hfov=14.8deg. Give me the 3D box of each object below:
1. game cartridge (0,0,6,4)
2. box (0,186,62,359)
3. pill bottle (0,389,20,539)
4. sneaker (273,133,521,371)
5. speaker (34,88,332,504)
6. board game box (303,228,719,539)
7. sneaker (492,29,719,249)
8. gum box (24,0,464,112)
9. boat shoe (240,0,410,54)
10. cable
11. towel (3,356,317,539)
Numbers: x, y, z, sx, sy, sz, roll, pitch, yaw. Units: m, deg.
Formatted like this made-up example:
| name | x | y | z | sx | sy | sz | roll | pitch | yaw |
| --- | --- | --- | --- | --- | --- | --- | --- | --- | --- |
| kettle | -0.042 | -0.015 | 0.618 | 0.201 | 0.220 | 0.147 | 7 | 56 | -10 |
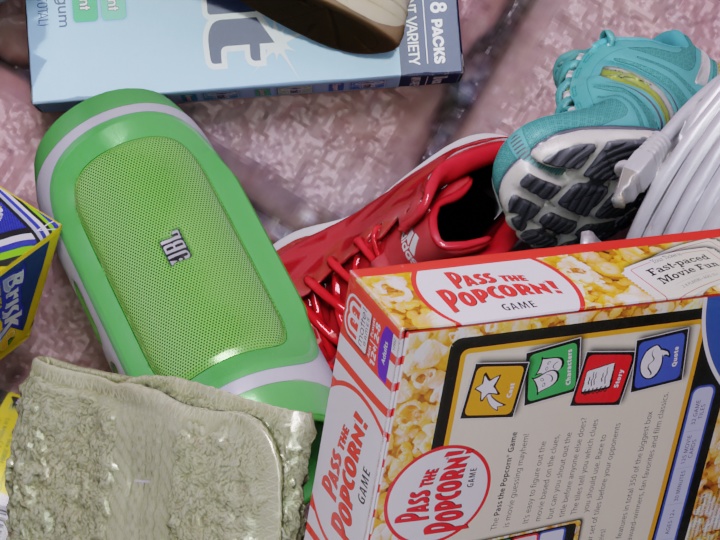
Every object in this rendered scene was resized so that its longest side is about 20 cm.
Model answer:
| name | x | y | z | sx | sy | sz | roll | pitch | yaw |
| --- | --- | --- | --- | --- | --- | --- | --- | --- | --- |
| game cartridge | -0.204 | -0.176 | 1.263 | 0.199 | 0.042 | 0.134 | -25 | 78 | 15 |
| box | -0.235 | -0.032 | 1.235 | 0.200 | 0.064 | 0.070 | 31 | 127 | 14 |
| pill bottle | -0.101 | 0.128 | 1.236 | 0.199 | 0.112 | 0.113 | 17 | 86 | -1 |
| sneaker | 0.000 | 0.000 | 1.244 | 0.200 | 0.116 | 0.078 | -42 | 87 | -5 |
| speaker | -0.076 | 0.014 | 1.216 | 0.088 | 0.089 | 0.200 | -28 | 54 | -3 |
| board game box | 0.081 | 0.065 | 1.084 | 0.199 | 0.046 | 0.152 | -6 | 123 | -28 |
| sneaker | 0.109 | -0.063 | 1.229 | 0.078 | 0.200 | 0.080 | -45 | 76 | 31 |
| gum box | -0.058 | -0.166 | 1.289 | 0.199 | 0.045 | 0.171 | -5 | 87 | -1 |
| boat shoe | -0.056 | -0.162 | 1.207 | 0.200 | 0.072 | 0.065 | 26 | 75 | -30 |
| cable | 0.189 | -0.025 | 1.209 | 0.069 | 0.200 | 0.200 | 36 | 77 | 28 |
| towel | -0.087 | 0.141 | 1.133 | 0.148 | 0.036 | 0.201 | 8 | 99 | 30 |
